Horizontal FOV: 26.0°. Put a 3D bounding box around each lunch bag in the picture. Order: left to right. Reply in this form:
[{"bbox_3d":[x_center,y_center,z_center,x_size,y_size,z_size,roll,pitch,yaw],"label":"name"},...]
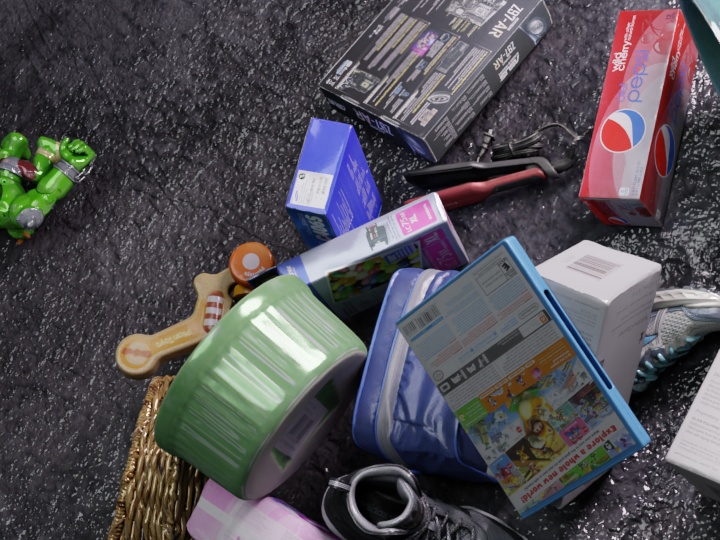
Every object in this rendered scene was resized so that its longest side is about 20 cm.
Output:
[{"bbox_3d":[0.075,0.104,1.436,0.132,0.136,0.200,7,73,33],"label":"lunch bag"}]

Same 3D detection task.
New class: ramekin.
[{"bbox_3d":[-0.083,0.111,1.409,0.098,0.200,0.200,38,89,16],"label":"ramekin"}]

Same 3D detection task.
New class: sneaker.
[{"bbox_3d":[0.059,0.226,1.365,0.200,0.114,0.076,18,73,7],"label":"sneaker"},{"bbox_3d":[0.259,0.067,1.395,0.200,0.078,0.086,-12,74,34],"label":"sneaker"}]

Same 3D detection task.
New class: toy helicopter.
[{"bbox_3d":[-0.153,0.068,1.600,0.200,0.079,0.132,-23,71,-5],"label":"toy helicopter"}]

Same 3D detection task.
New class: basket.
[{"bbox_3d":[-0.200,0.206,1.546,0.149,0.143,0.200,1,68,30],"label":"basket"}]

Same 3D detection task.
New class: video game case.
[{"bbox_3d":[0.131,0.091,1.292,0.143,0.018,0.200,-39,80,37],"label":"video game case"}]

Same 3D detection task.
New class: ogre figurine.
[{"bbox_3d":[-0.408,-0.102,1.846,0.200,0.098,0.120,16,64,23],"label":"ogre figurine"}]

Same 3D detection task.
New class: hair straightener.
[{"bbox_3d":[0.132,-0.113,1.560,0.200,0.041,0.077,-16,60,30],"label":"hair straightener"}]

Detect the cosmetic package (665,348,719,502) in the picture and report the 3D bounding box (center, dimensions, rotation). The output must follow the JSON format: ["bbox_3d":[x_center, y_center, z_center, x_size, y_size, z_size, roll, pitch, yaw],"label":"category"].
[{"bbox_3d":[0.346,0.099,1.295,0.085,0.108,0.200,21,78,37],"label":"cosmetic package"}]

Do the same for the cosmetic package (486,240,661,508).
[{"bbox_3d":[0.181,0.088,1.334,0.081,0.113,0.200,21,118,29],"label":"cosmetic package"}]

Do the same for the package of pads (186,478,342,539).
[{"bbox_3d":[-0.057,0.268,1.445,0.200,0.120,0.076,26,85,37],"label":"package of pads"}]

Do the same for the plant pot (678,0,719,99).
[{"bbox_3d":[0.409,-0.202,1.359,0.196,0.200,0.200,-27,56,8],"label":"plant pot"}]

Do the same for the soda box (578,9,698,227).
[{"bbox_3d":[0.266,-0.145,1.480,0.063,0.070,0.200,3,70,33],"label":"soda box"}]

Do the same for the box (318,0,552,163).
[{"bbox_3d":[0.077,-0.225,1.626,0.160,0.044,0.200,30,75,37],"label":"box"}]

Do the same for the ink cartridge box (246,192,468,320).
[{"bbox_3d":[0.000,0.000,1.516,0.200,0.119,0.042,-23,67,6],"label":"ink cartridge box"}]

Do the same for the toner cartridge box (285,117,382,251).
[{"bbox_3d":[-0.023,-0.064,1.532,0.043,0.200,0.095,13,73,14],"label":"toner cartridge box"}]
